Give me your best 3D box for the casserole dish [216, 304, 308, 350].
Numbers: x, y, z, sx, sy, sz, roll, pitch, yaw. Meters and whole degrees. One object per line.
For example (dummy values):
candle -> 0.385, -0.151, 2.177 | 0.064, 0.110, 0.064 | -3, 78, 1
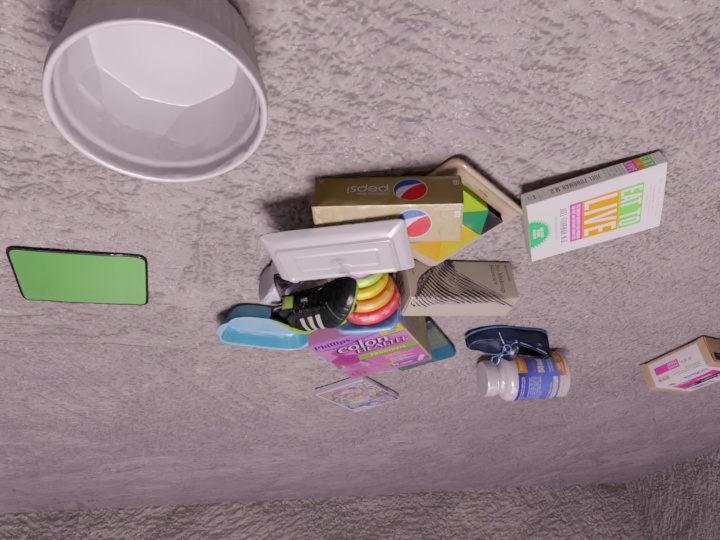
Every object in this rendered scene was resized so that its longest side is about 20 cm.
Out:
casserole dish -> -0.175, 0.108, 1.132 | 0.199, 0.039, 0.121 | 11, 145, -25

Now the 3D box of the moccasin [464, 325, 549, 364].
moccasin -> 0.330, 0.164, 1.293 | 0.199, 0.068, 0.081 | 0, 148, -11

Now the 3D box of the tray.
tray -> -0.030, -0.020, 0.812 | 0.199, 0.022, 0.108 | -5, 144, 11

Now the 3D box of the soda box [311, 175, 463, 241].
soda box -> 0.037, -0.083, 0.799 | 0.199, 0.064, 0.068 | -1, 136, 4

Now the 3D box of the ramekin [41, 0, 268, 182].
ramekin -> -0.192, -0.189, 0.574 | 0.199, 0.105, 0.200 | -5, 149, -3

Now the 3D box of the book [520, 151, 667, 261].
book -> 0.345, -0.094, 0.883 | 0.199, 0.048, 0.134 | -18, 142, 7

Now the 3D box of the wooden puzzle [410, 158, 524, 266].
wooden puzzle -> 0.125, -0.073, 0.893 | 0.200, 0.037, 0.185 | -29, 143, 33

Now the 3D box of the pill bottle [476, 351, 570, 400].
pill bottle -> 0.386, 0.253, 1.410 | 0.199, 0.112, 0.112 | -2, 149, -9

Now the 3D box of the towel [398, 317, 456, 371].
towel -> 0.118, 0.164, 1.300 | 0.146, 0.022, 0.200 | -19, 145, 17

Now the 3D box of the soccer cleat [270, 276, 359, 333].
soccer cleat -> -0.072, 0.055, 0.889 | 0.081, 0.068, 0.200 | 17, 154, -27

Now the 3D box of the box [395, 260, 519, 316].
box -> 0.168, 0.032, 1.034 | 0.199, 0.082, 0.068 | 0, 147, -13

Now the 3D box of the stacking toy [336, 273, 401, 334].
stacking toy -> 0.000, 0.000, 0.942 | 0.109, 0.116, 0.200 | -6, 132, 9

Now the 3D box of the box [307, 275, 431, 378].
box -> 0.020, 0.116, 1.127 | 0.175, 0.097, 0.200 | -17, 147, 17

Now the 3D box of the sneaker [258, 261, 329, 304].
sneaker -> -0.077, 0.006, 0.952 | 0.115, 0.075, 0.200 | 13, 148, -31

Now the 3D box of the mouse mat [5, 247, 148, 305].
mouse mat -> -0.448, 0.014, 0.953 | 0.199, 0.008, 0.161 | 3, 148, -18

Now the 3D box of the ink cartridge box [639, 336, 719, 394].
ink cartridge box -> 0.872, 0.253, 1.542 | 0.164, 0.075, 0.200 | 10, 146, -27

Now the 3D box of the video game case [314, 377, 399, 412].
video game case -> -0.005, 0.324, 1.539 | 0.143, 0.018, 0.200 | -22, 146, 23
